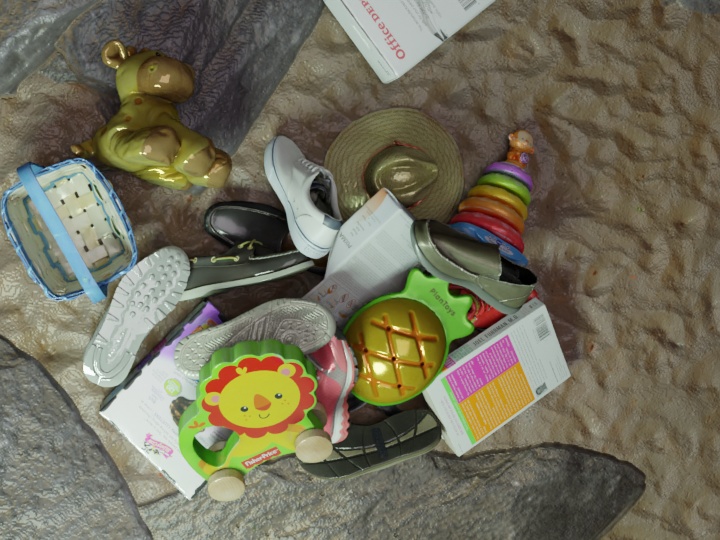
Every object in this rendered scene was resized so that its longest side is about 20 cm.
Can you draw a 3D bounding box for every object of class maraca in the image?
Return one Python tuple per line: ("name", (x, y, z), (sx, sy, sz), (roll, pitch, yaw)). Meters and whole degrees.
("maraca", (0.057, 0.087, 1.485), (0.200, 0.107, 0.137), (-44, 101, 6))

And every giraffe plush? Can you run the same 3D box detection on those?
("giraffe plush", (-0.258, -0.201, 1.442), (0.199, 0.172, 0.163), (5, 80, 22))

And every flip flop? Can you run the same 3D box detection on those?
("flip flop", (0.013, 0.238, 1.550), (0.198, 0.058, 0.082), (-14, 66, -2))

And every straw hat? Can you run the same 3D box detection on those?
("straw hat", (0.055, -0.125, 1.527), (0.199, 0.085, 0.203), (-1, 93, -12))

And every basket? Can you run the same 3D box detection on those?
("basket", (-0.353, -0.053, 1.385), (0.138, 0.200, 0.177), (-26, 101, -1))

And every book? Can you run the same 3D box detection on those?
("book", (0.184, 0.144, 1.566), (0.199, 0.048, 0.134), (-31, 123, -10))

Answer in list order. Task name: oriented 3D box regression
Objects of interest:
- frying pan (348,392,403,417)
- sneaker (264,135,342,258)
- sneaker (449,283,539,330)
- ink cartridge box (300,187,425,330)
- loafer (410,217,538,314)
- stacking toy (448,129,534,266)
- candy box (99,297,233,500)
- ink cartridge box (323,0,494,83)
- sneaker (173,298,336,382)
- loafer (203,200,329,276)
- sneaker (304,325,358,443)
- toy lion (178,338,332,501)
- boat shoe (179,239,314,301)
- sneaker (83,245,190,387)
("frying pan", (0.007, 0.146, 1.557), (0.189, 0.031, 0.116), (14, 100, -25))
("sneaker", (-0.065, -0.107, 1.461), (0.073, 0.201, 0.071), (16, 129, -42))
("sneaker", (0.153, 0.050, 1.558), (0.198, 0.085, 0.078), (-1, 95, -11))
("ink cartridge box", (0.000, 0.000, 1.502), (0.200, 0.162, 0.050), (-40, 59, 6))
("loafer", (0.148, -0.017, 1.462), (0.199, 0.070, 0.076), (28, 43, -28))
("stacking toy", (0.194, -0.105, 1.562), (0.116, 0.110, 0.201), (30, 73, -19))
("candy box", (-0.212, 0.166, 1.495), (0.200, 0.072, 0.168), (-45, 101, -7))
("ink cartridge box", (0.072, -0.367, 1.518), (0.200, 0.084, 0.145), (-39, 99, -8))
("sneaker", (-0.126, 0.092, 1.417), (0.199, 0.111, 0.077), (-18, 78, -4))
("loafer", (-0.107, -0.045, 1.504), (0.199, 0.072, 0.073), (15, 90, -12))
("sneaker", (-0.057, 0.151, 1.453), (0.086, 0.074, 0.201), (-17, 128, -28))
("toy lion", (-0.135, 0.171, 1.377), (0.199, 0.069, 0.192), (-26, 128, 11))
("boat shoe", (-0.154, -0.008, 1.462), (0.200, 0.072, 0.061), (-13, 87, 24))
("sneaker", (-0.291, 0.051, 1.463), (0.076, 0.080, 0.201), (37, 88, -15))
